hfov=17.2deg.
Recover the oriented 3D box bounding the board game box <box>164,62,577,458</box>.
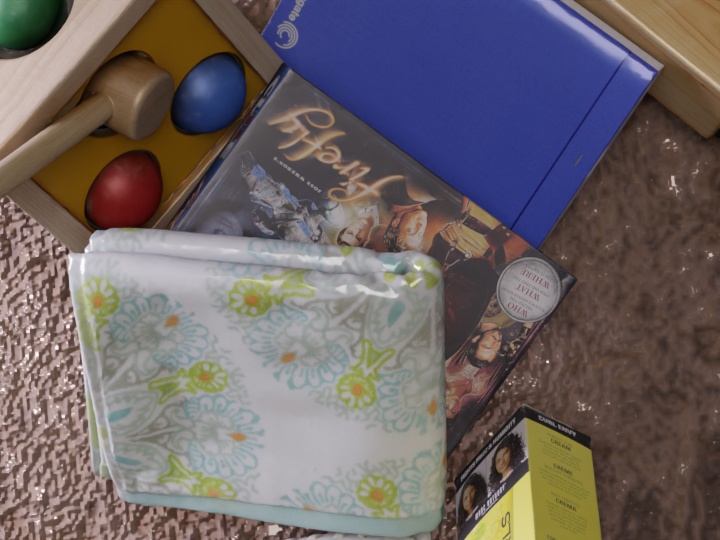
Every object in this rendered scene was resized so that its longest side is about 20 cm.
[{"bbox_3d":[0.000,0.000,1.303,0.200,0.035,0.136,35,93,-12],"label":"board game box"}]

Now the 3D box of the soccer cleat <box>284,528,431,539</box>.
[{"bbox_3d":[-0.007,0.171,1.309,0.199,0.070,0.087,18,74,0],"label":"soccer cleat"}]

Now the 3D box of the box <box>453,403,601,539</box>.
[{"bbox_3d":[0.088,0.166,1.230,0.050,0.200,0.075,26,126,-20],"label":"box"}]

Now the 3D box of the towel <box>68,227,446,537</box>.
[{"bbox_3d":[-0.053,0.061,1.264,0.199,0.172,0.048,5,39,10],"label":"towel"}]

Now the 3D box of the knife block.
[{"bbox_3d":[0.189,-0.116,1.315,0.199,0.064,0.176,-4,76,-10],"label":"knife block"}]

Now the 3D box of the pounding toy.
[{"bbox_3d":[-0.148,-0.090,1.258,0.142,0.200,0.184,39,86,31],"label":"pounding toy"}]

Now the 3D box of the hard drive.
[{"bbox_3d":[0.052,-0.118,1.328,0.200,0.025,0.132,36,117,7],"label":"hard drive"}]
